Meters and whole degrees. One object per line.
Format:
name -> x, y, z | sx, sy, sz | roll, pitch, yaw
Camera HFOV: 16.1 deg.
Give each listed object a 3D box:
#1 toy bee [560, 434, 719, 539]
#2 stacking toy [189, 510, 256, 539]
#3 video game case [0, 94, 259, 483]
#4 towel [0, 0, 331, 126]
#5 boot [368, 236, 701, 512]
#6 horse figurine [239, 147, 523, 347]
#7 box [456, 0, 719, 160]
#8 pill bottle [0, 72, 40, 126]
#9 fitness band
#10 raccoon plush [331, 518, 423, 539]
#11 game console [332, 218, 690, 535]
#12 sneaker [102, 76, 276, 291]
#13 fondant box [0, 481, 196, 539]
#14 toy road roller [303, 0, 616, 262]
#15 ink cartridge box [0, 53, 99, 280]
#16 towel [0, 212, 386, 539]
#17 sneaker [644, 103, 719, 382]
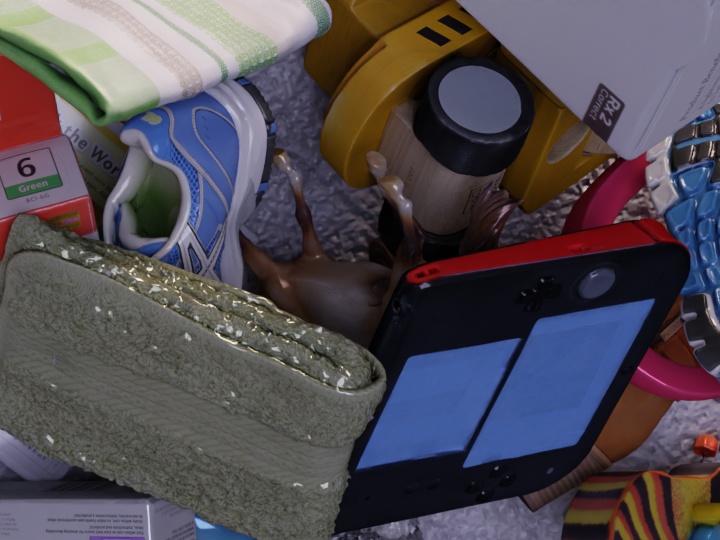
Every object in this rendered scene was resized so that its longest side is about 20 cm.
toy bee -> 0.181, 0.140, 1.450 | 0.131, 0.200, 0.109 | 1, 72, 19
stacking toy -> -0.109, 0.169, 1.384 | 0.085, 0.085, 0.200 | 26, 98, -18
video game case -> -0.185, -0.009, 1.352 | 0.200, 0.023, 0.182 | 40, 90, -18
towel -> -0.116, -0.140, 1.232 | 0.149, 0.200, 0.031 | 35, 121, 16
boot -> 0.106, 0.020, 1.412 | 0.155, 0.074, 0.200 | -38, 118, -4
horse figurine -> 0.000, 0.000, 1.307 | 0.050, 0.200, 0.133 | -45, 125, -39
box -> 0.132, -0.200, 1.220 | 0.131, 0.199, 0.200 | -34, 70, -32
pill bottle -> -0.256, -0.122, 1.252 | 0.200, 0.112, 0.112 | 7, 100, -9
fitness band -> 0.196, -0.014, 1.405 | 0.200, 0.037, 0.144 | -40, 92, -27
raccoon plush -> -0.034, 0.160, 1.391 | 0.200, 0.097, 0.134 | -26, 106, -8
game console -> 0.068, 0.057, 1.292 | 0.177, 0.031, 0.200 | -13, 143, -33
sneaker -> -0.101, -0.005, 1.292 | 0.077, 0.076, 0.200 | -21, 128, -46
fondant box -> -0.158, 0.213, 1.342 | 0.144, 0.058, 0.200 | -1, 95, 20
toy road roller -> 0.062, -0.110, 1.341 | 0.200, 0.123, 0.146 | -31, 68, -30
ink cartridge box -> -0.186, -0.016, 1.259 | 0.109, 0.050, 0.200 | -16, 141, -10
towel -> -0.094, 0.060, 1.248 | 0.200, 0.036, 0.148 | 22, 133, 4
sneaker -> 0.197, -0.005, 1.352 | 0.075, 0.200, 0.087 | -9, 144, 13
